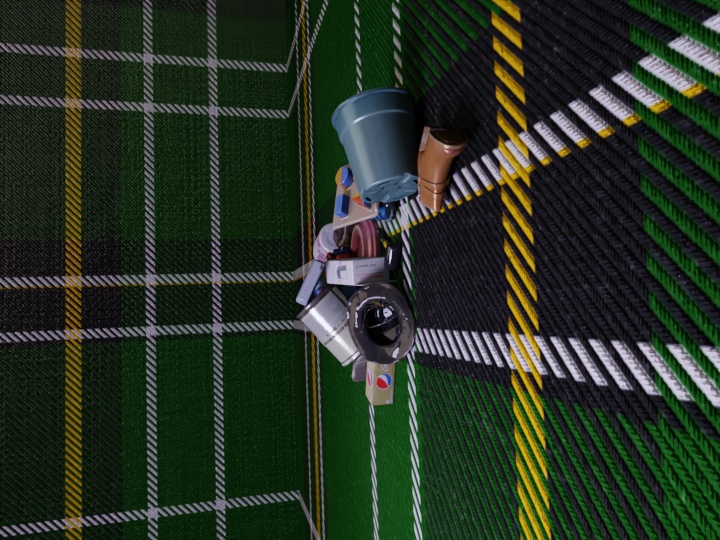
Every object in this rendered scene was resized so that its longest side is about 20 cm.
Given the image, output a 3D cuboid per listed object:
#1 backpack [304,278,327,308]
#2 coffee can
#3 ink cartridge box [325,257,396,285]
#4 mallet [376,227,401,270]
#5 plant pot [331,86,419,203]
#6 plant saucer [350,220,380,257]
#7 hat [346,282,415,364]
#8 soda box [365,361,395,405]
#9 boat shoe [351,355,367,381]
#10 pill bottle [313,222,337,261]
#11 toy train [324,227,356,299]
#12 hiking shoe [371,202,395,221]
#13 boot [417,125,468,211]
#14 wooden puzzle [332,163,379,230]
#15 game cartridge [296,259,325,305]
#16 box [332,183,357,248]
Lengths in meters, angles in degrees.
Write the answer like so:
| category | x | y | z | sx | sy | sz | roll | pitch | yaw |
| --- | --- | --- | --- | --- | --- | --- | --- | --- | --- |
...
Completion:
| category | x | y | z | sx | sy | sz | roll | pitch | yaw |
| --- | --- | --- | --- | --- | --- | --- | --- | --- | --- |
| backpack | -0.079 | 0.131 | 1.757 | 0.200 | 0.180 | 0.136 | -120 | 48 | -67 |
| coffee can | -0.067 | 0.155 | 1.597 | 0.200 | 0.146 | 0.146 | 47 | 162 | -2 |
| ink cartridge box | 0.000 | 0.000 | 1.482 | 0.199 | 0.116 | 0.068 | 2 | 97 | 59 |
| mallet | 0.069 | -0.078 | 1.459 | 0.201 | 0.041 | 0.067 | -105 | 20 | -55 |
| plant pot | 0.050 | -0.269 | 1.241 | 0.200 | 0.198 | 0.199 | 133 | 127 | -69 |
| plant saucer | 0.011 | -0.060 | 1.652 | 0.200 | 0.050 | 0.204 | 179 | 90 | -76 |
| hat | 0.061 | 0.130 | 1.376 | 0.081 | 0.198 | 0.204 | -1 | -91 | -64 |
| soda box | 0.055 | 0.254 | 1.476 | 0.068 | 0.063 | 0.203 | -134 | 44 | -69 |
| boat shoe | 0.006 | 0.266 | 1.650 | 0.201 | 0.073 | 0.074 | 112 | 153 | -54 |
| pill bottle | -0.111 | -0.090 | 2.003 | 0.200 | 0.112 | 0.115 | 133 | 134 | -71 |
| toy train | -0.044 | -0.017 | 1.628 | 0.201 | 0.084 | 0.116 | 102 | 149 | -43 |
| hiking shoe | 0.037 | -0.163 | 1.469 | 0.200 | 0.086 | 0.076 | 164 | 104 | -75 |
| boot | 0.153 | -0.189 | 1.055 | 0.200 | 0.073 | 0.157 | -96 | 11 | -71 |
| wooden puzzle | -0.017 | -0.216 | 1.461 | 0.199 | 0.046 | 0.188 | -16 | 63 | 50 |
| game cartridge | -0.141 | 0.034 | 1.575 | 0.200 | 0.040 | 0.135 | -160 | 91 | -88 |
| box | -0.044 | -0.181 | 1.816 | 0.100 | 0.074 | 0.202 | -118 | 28 | -61 |
